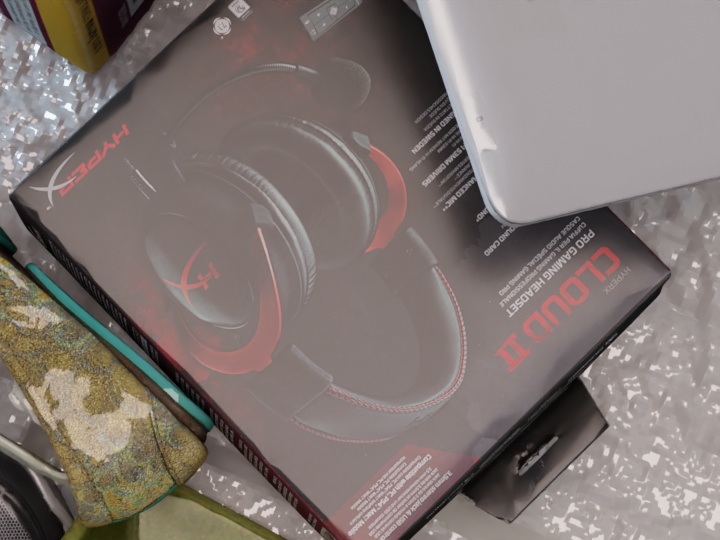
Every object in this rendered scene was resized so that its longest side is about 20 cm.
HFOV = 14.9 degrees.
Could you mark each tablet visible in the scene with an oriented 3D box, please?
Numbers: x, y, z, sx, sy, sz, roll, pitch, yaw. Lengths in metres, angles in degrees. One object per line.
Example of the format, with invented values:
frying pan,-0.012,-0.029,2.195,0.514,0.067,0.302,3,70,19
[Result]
tablet,0.068,-0.119,0.912,0.130,0.014,0.200,-13,79,-28

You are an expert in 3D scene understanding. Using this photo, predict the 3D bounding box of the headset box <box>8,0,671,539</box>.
headset box,0.000,0.000,0.967,0.149,0.075,0.200,-43,85,-7

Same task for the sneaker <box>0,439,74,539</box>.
sneaker,-0.139,0.153,0.924,0.075,0.114,0.200,4,84,8

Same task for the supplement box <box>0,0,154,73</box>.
supplement box,-0.147,-0.176,0.962,0.200,0.131,0.103,36,83,3

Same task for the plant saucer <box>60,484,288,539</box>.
plant saucer,-0.032,0.170,0.911,0.200,0.200,0.048,28,120,3

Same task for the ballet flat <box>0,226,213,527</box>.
ballet flat,-0.137,0.011,0.959,0.071,0.071,0.200,-44,75,-5
